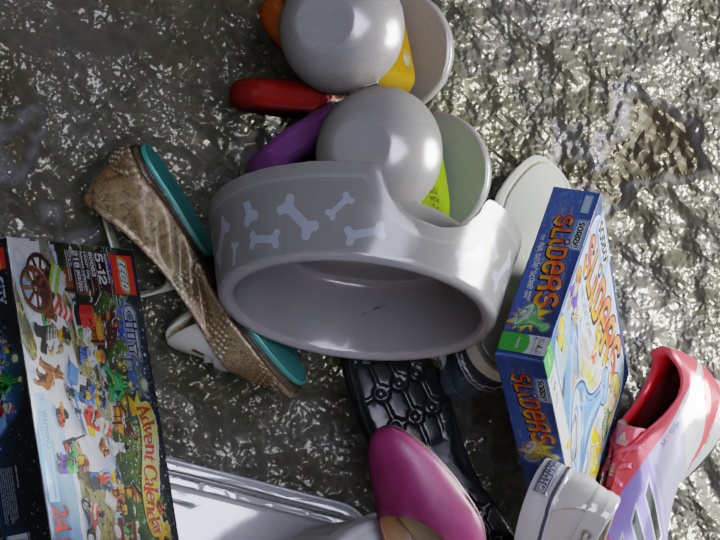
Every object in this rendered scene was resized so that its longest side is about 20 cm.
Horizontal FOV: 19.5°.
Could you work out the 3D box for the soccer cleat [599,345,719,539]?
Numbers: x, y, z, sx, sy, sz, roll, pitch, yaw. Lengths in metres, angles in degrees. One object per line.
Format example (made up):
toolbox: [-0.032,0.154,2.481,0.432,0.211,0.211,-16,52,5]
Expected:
soccer cleat: [0.190,0.148,1.463,0.073,0.068,0.201,42,69,-33]

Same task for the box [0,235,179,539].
box: [-0.175,0.084,1.285,0.136,0.037,0.202,5,73,-62]

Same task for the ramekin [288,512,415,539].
ramekin: [0.002,0.252,1.338,0.201,0.094,0.204,1,89,-34]

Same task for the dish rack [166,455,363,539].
dish rack: [-0.088,0.220,1.380,0.198,0.043,0.173,16,80,-19]

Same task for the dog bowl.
dog bowl: [0.000,0.000,1.311,0.198,0.200,0.059,13,66,-18]

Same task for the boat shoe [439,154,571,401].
boat shoe: [0.099,0.006,1.437,0.075,0.062,0.201,32,49,-20]

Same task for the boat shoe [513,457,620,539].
boat shoe: [0.138,0.207,1.386,0.069,0.201,0.071,21,45,17]

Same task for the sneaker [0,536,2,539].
sneaker: [-0.197,0.212,1.292,0.198,0.088,0.076,18,79,1]

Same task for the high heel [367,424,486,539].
high heel: [0.034,0.195,1.260,0.096,0.067,0.201,-41,115,-38]

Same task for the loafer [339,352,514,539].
loafer: [0.039,0.127,1.417,0.068,0.070,0.202,-28,90,-22]

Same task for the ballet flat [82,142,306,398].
ballet flat: [-0.114,0.011,1.385,0.065,0.071,0.201,-33,95,9]

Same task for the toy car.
toy car: [-0.011,-0.099,1.382,0.149,0.175,0.202,-19,81,17]

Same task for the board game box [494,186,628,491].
board game box: [0.136,0.061,1.385,0.034,0.201,0.136,9,55,20]
